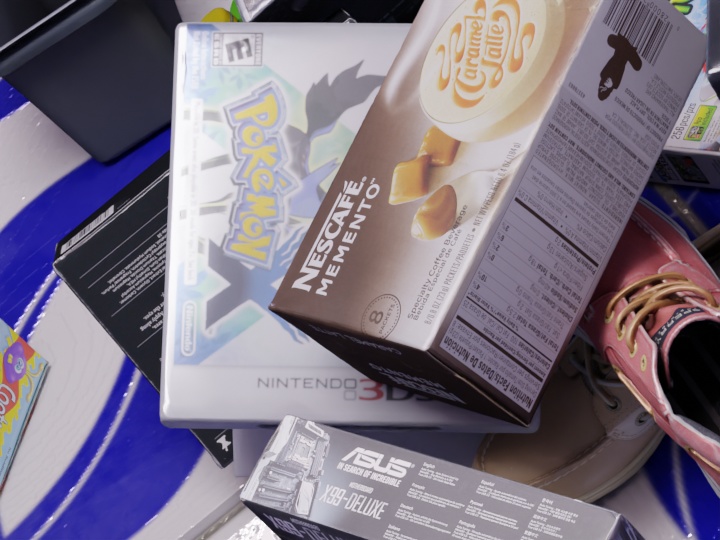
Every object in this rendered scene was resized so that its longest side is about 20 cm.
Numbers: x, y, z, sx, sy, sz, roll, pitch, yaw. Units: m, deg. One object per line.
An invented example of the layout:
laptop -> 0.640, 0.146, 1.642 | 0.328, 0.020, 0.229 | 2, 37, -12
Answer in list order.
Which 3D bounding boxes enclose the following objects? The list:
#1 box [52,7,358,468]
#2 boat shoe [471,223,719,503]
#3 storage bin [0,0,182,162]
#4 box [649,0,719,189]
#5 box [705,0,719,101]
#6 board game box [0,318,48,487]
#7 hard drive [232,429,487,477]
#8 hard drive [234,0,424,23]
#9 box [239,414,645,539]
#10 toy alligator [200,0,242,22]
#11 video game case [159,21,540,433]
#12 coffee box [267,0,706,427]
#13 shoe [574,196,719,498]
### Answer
box -> -0.040, -0.018, 1.496 | 0.200, 0.141, 0.079 | -39, 9, 3
boat shoe -> 0.129, 0.043, 1.380 | 0.200, 0.065, 0.072 | -37, 56, 2
storage bin -> -0.165, -0.174, 1.728 | 0.145, 0.134, 0.201 | -32, 44, 10
box -> 0.207, -0.134, 1.497 | 0.110, 0.035, 0.201 | 7, 61, 40
box -> 0.263, -0.152, 1.282 | 0.197, 0.123, 0.201 | -12, 53, 24
board game box -> -0.282, 0.042, 1.588 | 0.104, 0.200, 0.103 | -3, 54, 35
hard drive -> 0.000, 0.000, 1.430 | 0.131, 0.027, 0.201 | -2, 90, 2
hard drive -> -0.004, -0.159, 1.557 | 0.135, 0.200, 0.042 | -42, 75, 2
box -> 0.063, 0.143, 1.288 | 0.199, 0.158, 0.050 | 13, 65, 43
toy alligator -> -0.067, -0.091, 1.634 | 0.054, 0.059, 0.201 | -27, 41, 42
video game case -> -0.003, -0.022, 1.386 | 0.181, 0.022, 0.201 | 1, 75, 3
coffee box -> 0.059, -0.043, 1.312 | 0.114, 0.080, 0.201 | 15, 73, 49
shoe -> 0.142, 0.024, 1.297 | 0.071, 0.091, 0.200 | -35, 69, -3
